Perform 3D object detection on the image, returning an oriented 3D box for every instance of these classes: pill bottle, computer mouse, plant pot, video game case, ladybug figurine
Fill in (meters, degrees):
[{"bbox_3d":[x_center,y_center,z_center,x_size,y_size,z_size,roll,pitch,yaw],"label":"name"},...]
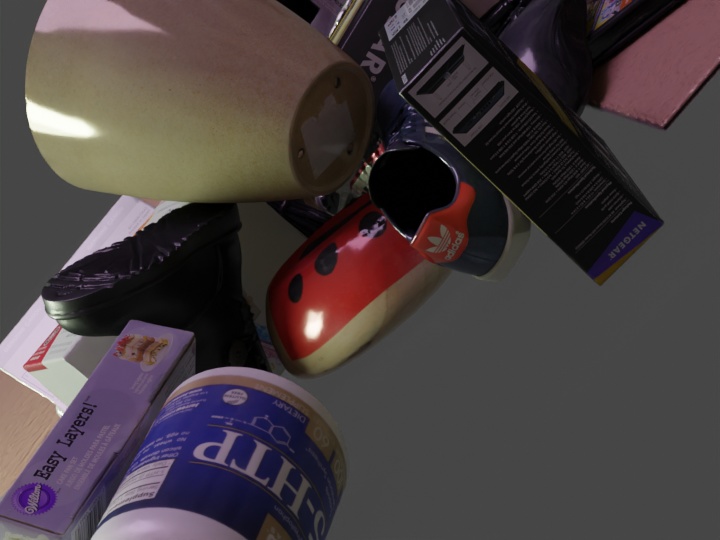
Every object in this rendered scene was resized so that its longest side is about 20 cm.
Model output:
[{"bbox_3d":[-0.086,0.157,1.023,0.120,0.120,0.200,-39,17,35],"label":"pill bottle"},{"bbox_3d":[0.114,-0.155,1.321,0.138,0.053,0.200,-43,27,30],"label":"computer mouse"},{"bbox_3d":[-0.081,-0.043,1.567,0.053,0.138,0.200,-57,4,-6],"label":"computer mouse"},{"bbox_3d":[-0.095,-0.120,1.287,0.199,0.188,0.188,20,62,33],"label":"plant pot"},{"bbox_3d":[0.215,-0.230,1.364,0.181,0.025,0.200,-37,19,40],"label":"video game case"},{"bbox_3d":[0.000,0.000,1.294,0.200,0.072,0.136,-38,17,38],"label":"ladybug figurine"}]

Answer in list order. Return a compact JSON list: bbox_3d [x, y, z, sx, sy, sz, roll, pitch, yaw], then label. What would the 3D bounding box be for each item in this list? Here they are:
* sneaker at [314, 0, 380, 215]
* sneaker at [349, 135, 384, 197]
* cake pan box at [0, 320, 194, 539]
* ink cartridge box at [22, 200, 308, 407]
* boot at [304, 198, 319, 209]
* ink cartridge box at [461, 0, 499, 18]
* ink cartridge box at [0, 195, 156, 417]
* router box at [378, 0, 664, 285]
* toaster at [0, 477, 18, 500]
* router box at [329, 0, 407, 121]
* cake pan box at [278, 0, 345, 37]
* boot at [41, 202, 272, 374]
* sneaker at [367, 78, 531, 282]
[{"bbox_3d":[-0.012,-0.147,1.570,0.080,0.077,0.201,-136,57,-63],"label":"sneaker"},{"bbox_3d":[0.046,-0.074,1.374,0.081,0.075,0.200,-45,0,-10],"label":"sneaker"},{"bbox_3d":[-0.160,0.162,1.149,0.200,0.052,0.185,-61,-21,-49],"label":"cake pan box"},{"bbox_3d":[-0.135,0.041,1.451,0.200,0.145,0.145,-52,13,-19],"label":"ink cartridge box"},{"bbox_3d":[-0.073,-0.140,1.644,0.175,0.200,0.066,-29,23,48],"label":"boot"},{"bbox_3d":[0.070,-0.211,1.638,0.200,0.084,0.145,-33,21,47],"label":"ink cartridge box"},{"bbox_3d":[-0.191,0.050,1.583,0.200,0.173,0.044,-52,-30,-17],"label":"ink cartridge box"},{"bbox_3d":[0.087,-0.087,1.078,0.052,0.157,0.200,-45,13,11],"label":"router box"},{"bbox_3d":[-0.222,0.203,1.331,0.129,0.114,0.200,-55,6,-35],"label":"toaster"},{"bbox_3d":[0.013,-0.181,1.435,0.201,0.052,0.157,-60,9,-11],"label":"router box"},{"bbox_3d":[-0.050,-0.207,1.760,0.052,0.200,0.184,-43,12,31],"label":"cake pan box"},{"bbox_3d":[-0.126,0.057,1.271,0.076,0.169,0.200,-4,17,29],"label":"boot"},{"bbox_3d":[0.036,-0.073,1.189,0.075,0.084,0.200,-63,33,24],"label":"sneaker"}]
